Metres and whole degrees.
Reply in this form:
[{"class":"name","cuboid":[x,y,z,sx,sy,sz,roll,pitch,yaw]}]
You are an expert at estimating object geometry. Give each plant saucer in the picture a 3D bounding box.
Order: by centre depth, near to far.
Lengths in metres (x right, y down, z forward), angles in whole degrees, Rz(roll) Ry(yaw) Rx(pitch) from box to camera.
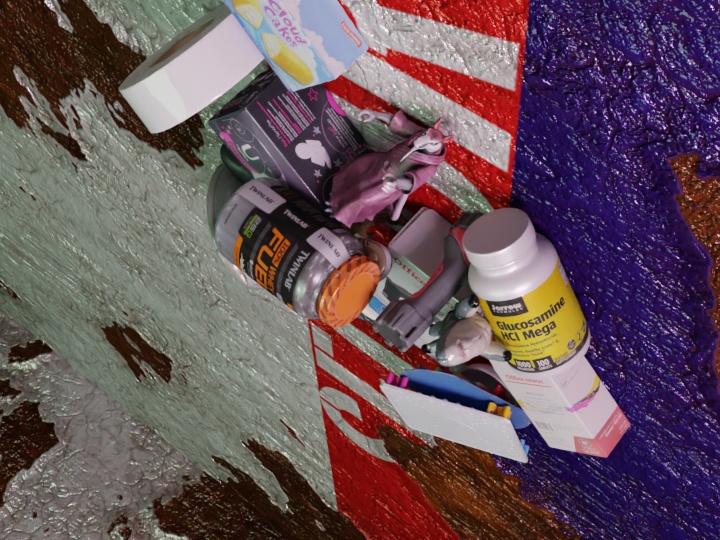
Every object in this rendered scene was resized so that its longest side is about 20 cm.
[{"class":"plant saucer","cuboid":[-0.152,-0.074,1.767,0.050,0.200,0.201,-12,125,29]}]

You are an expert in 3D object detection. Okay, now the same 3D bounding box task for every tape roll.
[{"class":"tape roll","cuboid":[-0.208,-0.263,1.506,0.071,0.202,0.202,53,155,-19]}]

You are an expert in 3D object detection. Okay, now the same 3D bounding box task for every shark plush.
[{"class":"shark plush","cuboid":[0.107,0.074,1.467,0.091,0.083,0.200,59,173,-19]}]

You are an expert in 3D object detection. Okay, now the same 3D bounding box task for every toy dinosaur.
[{"class":"toy dinosaur","cuboid":[-0.031,-0.059,1.634,0.101,0.199,0.058,108,148,-82]}]

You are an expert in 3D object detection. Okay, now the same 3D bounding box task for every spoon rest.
[{"class":"spoon rest","cuboid":[0.166,0.182,1.803,0.099,0.061,0.200,51,156,-16]}]

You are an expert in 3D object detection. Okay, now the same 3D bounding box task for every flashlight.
[{"class":"flashlight","cuboid":[0.094,0.013,1.471,0.068,0.200,0.068,43,157,5]}]

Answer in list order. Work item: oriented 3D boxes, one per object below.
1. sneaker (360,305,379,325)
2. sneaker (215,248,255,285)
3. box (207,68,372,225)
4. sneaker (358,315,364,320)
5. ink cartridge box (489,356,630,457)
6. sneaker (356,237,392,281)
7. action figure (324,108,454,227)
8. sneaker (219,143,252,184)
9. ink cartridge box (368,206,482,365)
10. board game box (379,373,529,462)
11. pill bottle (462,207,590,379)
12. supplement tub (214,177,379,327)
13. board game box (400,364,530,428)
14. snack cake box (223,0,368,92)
[{"class":"sneaker","cuboid":[0.031,0.035,1.750,0.200,0.089,0.077,33,172,-11]},{"class":"sneaker","cuboid":[-0.130,-0.029,1.696,0.074,0.116,0.200,29,180,38]},{"class":"box","cuboid":[-0.086,-0.162,1.578,0.200,0.115,0.132,53,154,-18]},{"class":"sneaker","cuboid":[-0.028,0.000,1.804,0.200,0.070,0.078,38,160,14]},{"class":"ink cartridge box","cuboid":[0.262,0.155,1.598,0.116,0.068,0.200,2,134,56]},{"class":"sneaker","cuboid":[0.000,0.000,1.597,0.200,0.108,0.070,-13,76,49]},{"class":"action figure","cuboid":[0.051,-0.118,1.449,0.149,0.135,0.200,21,144,-37]},{"class":"sneaker","cuboid":[-0.109,-0.142,1.706,0.200,0.074,0.089,32,154,-1]},{"class":"ink cartridge box","cuboid":[0.101,0.026,1.622,0.145,0.084,0.200,40,156,11]},{"class":"board game box","cuboid":[0.145,0.219,1.758,0.199,0.026,0.200,14,160,22]},{"class":"pill bottle","cuboid":[0.198,0.027,1.435,0.112,0.112,0.200,15,143,48]},{"class":"supplement tub","cuboid":[-0.079,-0.021,1.495,0.200,0.123,0.123,35,155,27]},{"class":"board game box","cuboid":[0.158,0.171,1.719,0.199,0.039,0.158,27,160,-16]},{"class":"snack cake box","cuboid":[-0.093,-0.317,1.400,0.200,0.067,0.115,53,155,-20]}]
